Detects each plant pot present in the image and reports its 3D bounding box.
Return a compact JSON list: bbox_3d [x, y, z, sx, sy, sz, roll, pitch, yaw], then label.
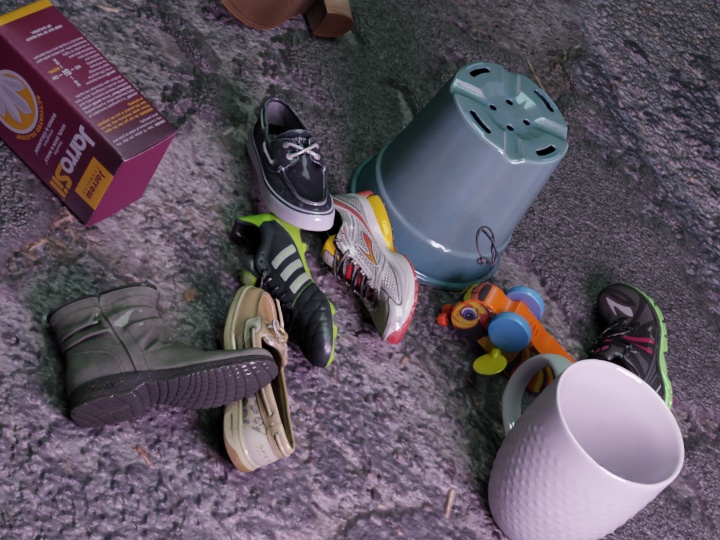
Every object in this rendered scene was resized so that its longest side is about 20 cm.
[{"bbox_3d":[0.120,-0.114,1.853,0.200,0.196,0.200,20,44,-21],"label":"plant pot"}]

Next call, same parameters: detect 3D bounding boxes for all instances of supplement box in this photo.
[{"bbox_3d":[-0.294,-0.158,1.666,0.200,0.110,0.086,45,42,9],"label":"supplement box"}]

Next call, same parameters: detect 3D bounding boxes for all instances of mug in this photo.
[{"bbox_3d":[0.201,0.177,1.661,0.148,0.175,0.200,2,51,-34],"label":"mug"}]

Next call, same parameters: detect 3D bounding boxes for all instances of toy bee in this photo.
[{"bbox_3d":[0.145,0.051,1.810,0.131,0.109,0.200,-24,94,-54],"label":"toy bee"}]

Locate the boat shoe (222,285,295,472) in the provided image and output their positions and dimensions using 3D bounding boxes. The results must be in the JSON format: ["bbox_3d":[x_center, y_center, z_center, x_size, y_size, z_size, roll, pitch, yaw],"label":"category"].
[{"bbox_3d":[-0.090,0.099,1.594,0.073,0.063,0.200,50,31,-50],"label":"boat shoe"}]

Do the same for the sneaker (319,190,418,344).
[{"bbox_3d":[0.000,0.000,1.768,0.082,0.078,0.200,-2,47,-27],"label":"sneaker"}]

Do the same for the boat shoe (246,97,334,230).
[{"bbox_3d":[-0.071,-0.118,1.778,0.072,0.068,0.200,4,34,-21],"label":"boat shoe"}]

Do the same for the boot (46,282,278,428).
[{"bbox_3d":[-0.184,0.062,1.535,0.200,0.068,0.131,-9,57,-10],"label":"boot"}]

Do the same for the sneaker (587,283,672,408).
[{"bbox_3d":[0.299,0.090,1.884,0.084,0.077,0.200,18,43,-26],"label":"sneaker"}]

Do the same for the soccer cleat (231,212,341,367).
[{"bbox_3d":[-0.079,0.021,1.698,0.081,0.068,0.200,-2,47,-24],"label":"soccer cleat"}]

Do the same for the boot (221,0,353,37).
[{"bbox_3d":[-0.107,-0.367,2.021,0.200,0.074,0.155,13,47,-42],"label":"boot"}]
